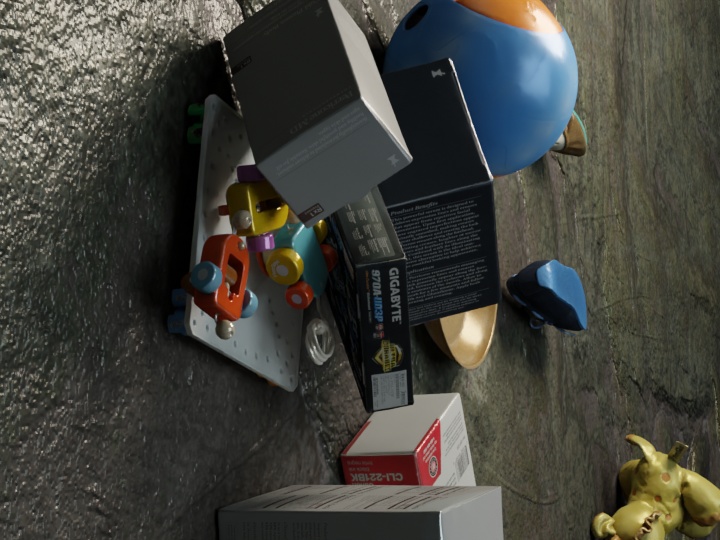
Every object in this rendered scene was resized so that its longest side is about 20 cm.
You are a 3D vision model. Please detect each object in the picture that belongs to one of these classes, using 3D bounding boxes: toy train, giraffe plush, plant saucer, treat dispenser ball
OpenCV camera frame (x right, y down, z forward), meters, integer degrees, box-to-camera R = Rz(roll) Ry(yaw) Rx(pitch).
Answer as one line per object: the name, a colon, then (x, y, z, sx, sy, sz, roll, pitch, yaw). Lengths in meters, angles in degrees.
toy train: (-0.086, 0.001, 1.455, 0.200, 0.055, 0.152, 35, 56, -58)
giraffe plush: (0.404, 0.347, 2.522, 0.163, 0.171, 0.201, -55, 152, -24)
plant saucer: (0.101, 0.008, 1.975, 0.200, 0.035, 0.202, -4, 90, -66)
treat dispenser ball: (0.121, -0.194, 1.842, 0.201, 0.199, 0.203, -3, 90, -67)

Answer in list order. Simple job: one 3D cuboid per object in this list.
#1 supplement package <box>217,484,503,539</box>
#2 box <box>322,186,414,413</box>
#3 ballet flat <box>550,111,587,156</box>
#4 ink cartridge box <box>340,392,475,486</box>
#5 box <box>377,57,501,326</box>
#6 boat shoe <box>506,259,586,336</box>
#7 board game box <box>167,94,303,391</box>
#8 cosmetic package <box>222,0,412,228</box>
supplement package: (0.005, 0.263, 1.506, 0.150, 0.198, 0.153, -5, 92, -67)
box: (0.000, 0.000, 1.577, 0.201, 0.046, 0.160, -110, -167, -53)
ballet flat: (0.230, -0.203, 2.284, 0.073, 0.067, 0.201, -52, 137, -28)
ink cartridge box: (0.057, 0.241, 1.779, 0.144, 0.083, 0.202, -45, 126, -62)
box: (0.060, -0.069, 1.689, 0.201, 0.106, 0.149, 80, -4, -55)
boat shoe: (0.231, 0.026, 2.245, 0.200, 0.068, 0.085, 44, 39, -59)
board game box: (-0.098, -0.018, 1.522, 0.200, 0.026, 0.202, 37, 53, -61)
cosmetic package: (-0.038, -0.140, 1.473, 0.090, 0.106, 0.201, 50, 12, -35)
